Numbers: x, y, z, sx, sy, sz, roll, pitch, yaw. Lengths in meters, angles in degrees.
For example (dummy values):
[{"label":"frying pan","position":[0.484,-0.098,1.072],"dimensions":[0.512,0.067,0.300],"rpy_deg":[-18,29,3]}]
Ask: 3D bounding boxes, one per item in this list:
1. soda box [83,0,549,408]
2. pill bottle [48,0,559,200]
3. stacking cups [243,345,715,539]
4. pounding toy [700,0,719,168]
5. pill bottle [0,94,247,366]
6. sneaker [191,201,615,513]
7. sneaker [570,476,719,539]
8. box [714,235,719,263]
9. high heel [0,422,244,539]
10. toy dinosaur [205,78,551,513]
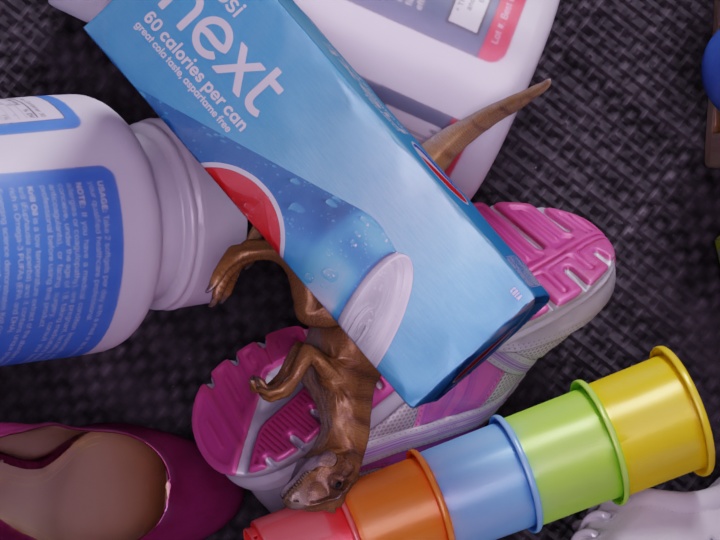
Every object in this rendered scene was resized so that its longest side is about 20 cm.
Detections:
[{"label":"soda box","position":[-0.016,-0.042,1.180],"dimensions":[0.068,0.064,0.200],"rpy_deg":[-42,83,7]},{"label":"pill bottle","position":[-0.025,-0.116,1.279],"dimensions":[0.199,0.120,0.120],"rpy_deg":[24,89,-5]},{"label":"stacking cups","position":[0.051,0.096,1.262],"dimensions":[0.199,0.060,0.061],"rpy_deg":[-22,93,-12]},{"label":"pounding toy","position":[0.199,-0.135,1.258],"dimensions":[0.141,0.200,0.185],"rpy_deg":[4,91,-5]},{"label":"pill bottle","position":[-0.152,-0.015,1.247],"dimensions":[0.199,0.112,0.113],"rpy_deg":[-6,92,-31]},{"label":"sneaker","position":[0.026,0.045,1.307],"dimensions":[0.199,0.081,0.088],"rpy_deg":[-30,137,-3]},{"label":"sneaker","position":[0.111,0.135,1.296],"dimensions":[0.199,0.073,0.071],"rpy_deg":[-14,66,-40]},{"label":"box","position":[0.270,0.020,1.343],"dimensions":[0.199,0.048,0.123],"rpy_deg":[-12,93,-5]},{"label":"high heel","position":[-0.118,0.094,1.254],"dimensions":[0.199,0.096,0.068],"rpy_deg":[-2,84,-35]},{"label":"toy dinosaur","position":[0.000,0.000,1.241],"dimensions":[0.106,0.060,0.201],"rpy_deg":[20,93,12]}]
